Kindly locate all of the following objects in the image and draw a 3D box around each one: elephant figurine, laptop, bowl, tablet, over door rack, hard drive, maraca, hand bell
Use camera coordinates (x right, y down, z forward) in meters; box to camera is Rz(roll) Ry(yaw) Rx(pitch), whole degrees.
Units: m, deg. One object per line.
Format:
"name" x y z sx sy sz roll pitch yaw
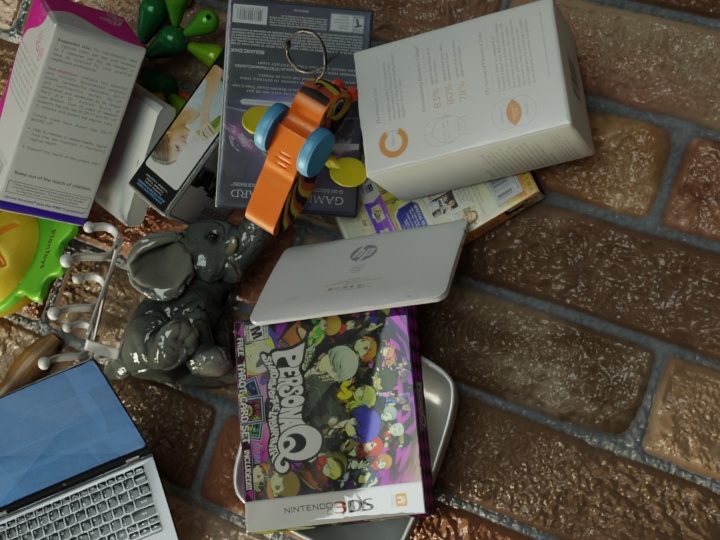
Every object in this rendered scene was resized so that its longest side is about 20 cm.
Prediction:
"elephant figurine" -0.167 0.012 1.332 0.153 0.141 0.203 9 75 -15
"laptop" -0.288 0.221 1.226 0.185 0.116 0.202 -22 70 3
"bowl" -0.007 0.161 1.257 0.197 0.074 0.203 20 89 24
"tablet" 0.000 0.000 1.238 0.197 0.131 0.014 -8 122 22
"over door rack" -0.282 0.064 1.313 0.201 0.066 0.149 -104 28 -51
"hard drive" -0.280 -0.150 1.409 0.199 0.026 0.134 34 111 38
"maraca" -0.379 -0.013 1.414 0.198 0.107 0.139 -8 63 36
"hand bell" -0.400 0.147 1.427 0.200 0.104 0.104 -46 67 -5

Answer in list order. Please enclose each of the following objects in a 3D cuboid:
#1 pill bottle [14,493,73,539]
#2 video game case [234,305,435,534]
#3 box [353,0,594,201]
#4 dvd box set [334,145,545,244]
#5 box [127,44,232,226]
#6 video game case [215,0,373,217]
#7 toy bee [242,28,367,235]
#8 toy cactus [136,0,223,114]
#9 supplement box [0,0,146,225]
"pill bottle" -0.307 0.257 1.340 0.111 0.112 0.201 -37 69 12
"video game case" -0.027 0.134 1.211 0.179 0.036 0.203 -9 76 19
"box" 0.105 -0.156 1.223 0.197 0.097 0.126 -12 74 20
"dvd box set" 0.066 -0.087 1.297 0.198 0.029 0.148 -31 70 15
"box" -0.138 -0.140 1.346 0.060 0.116 0.201 39 94 21
"video game case" -0.065 -0.158 1.275 0.140 0.019 0.204 4 99 -6
"toy bee" -0.039 -0.131 1.225 0.131 0.108 0.200 49 127 5
"toy cactus" -0.224 -0.238 1.419 0.163 0.102 0.203 -20 80 28
"supplement box" -0.306 -0.164 1.332 0.101 0.102 0.202 52 124 52
